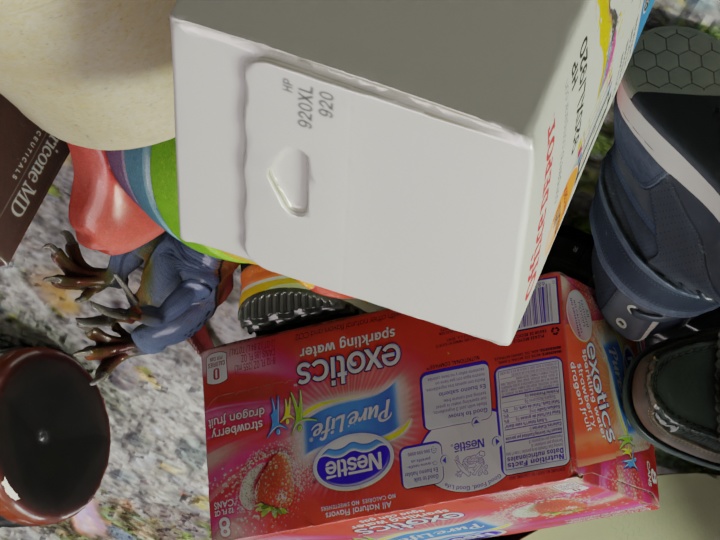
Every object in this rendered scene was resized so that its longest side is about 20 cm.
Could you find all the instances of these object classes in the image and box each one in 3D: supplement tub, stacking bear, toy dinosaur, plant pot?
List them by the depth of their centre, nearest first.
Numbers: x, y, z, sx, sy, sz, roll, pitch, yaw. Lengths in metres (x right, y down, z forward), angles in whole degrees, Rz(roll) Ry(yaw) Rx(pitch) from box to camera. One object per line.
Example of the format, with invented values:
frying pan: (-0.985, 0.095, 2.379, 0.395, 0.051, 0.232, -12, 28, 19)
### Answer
plant pot: (-0.124, -0.151, 1.171, 0.200, 0.201, 0.184, 9, 157, 24)
stacking bear: (-0.039, -0.047, 1.254, 0.200, 0.114, 0.122, 26, 141, 45)
toy dinosaur: (-0.089, -0.017, 1.468, 0.181, 0.105, 0.200, -25, 162, 37)
supplement tub: (-0.252, 0.104, 1.694, 0.200, 0.107, 0.107, -7, 137, 41)

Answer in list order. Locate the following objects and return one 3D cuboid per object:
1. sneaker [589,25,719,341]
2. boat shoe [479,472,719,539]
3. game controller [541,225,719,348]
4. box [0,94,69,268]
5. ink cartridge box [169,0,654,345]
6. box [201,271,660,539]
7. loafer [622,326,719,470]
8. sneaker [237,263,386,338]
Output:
sneaker: (0.173, 0.008, 1.226, 0.203, 0.077, 0.146, 55, 156, 25)
boat shoe: (0.102, 0.147, 1.378, 0.063, 0.201, 0.074, -168, 58, -75)
game controller: (0.162, 0.040, 1.388, 0.200, 0.042, 0.104, 27, 163, -3)
box: (-0.241, -0.095, 1.396, 0.075, 0.100, 0.200, -10, 135, 43)
ink cartridge box: (0.029, -0.103, 1.099, 0.144, 0.200, 0.147, 18, 149, 11)
box: (0.032, 0.075, 1.332, 0.199, 0.100, 0.095, -13, 160, 28)
loafer: (0.221, 0.057, 1.295, 0.199, 0.072, 0.063, 7, 162, -18)
sneaker: (0.000, 0.000, 1.409, 0.070, 0.090, 0.200, -12, 162, 23)
